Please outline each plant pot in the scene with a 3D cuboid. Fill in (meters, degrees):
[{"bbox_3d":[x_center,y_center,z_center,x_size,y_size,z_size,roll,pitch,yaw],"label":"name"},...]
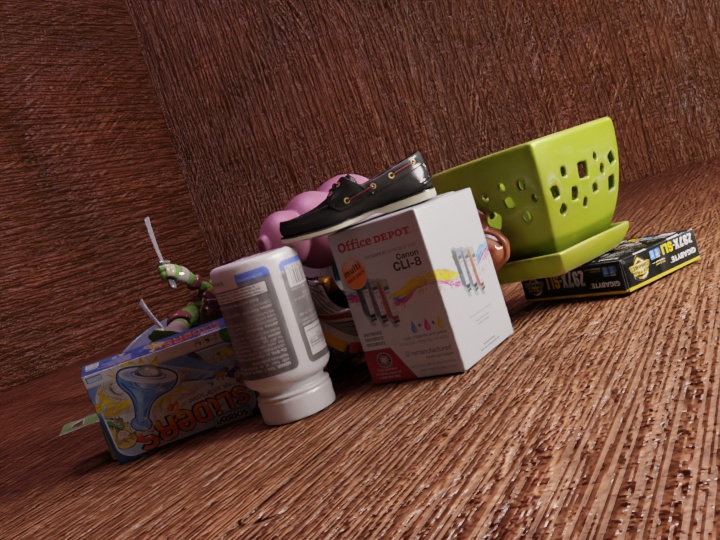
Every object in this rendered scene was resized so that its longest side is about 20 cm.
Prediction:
[{"bbox_3d":[0.249,-0.090,1.047,0.198,0.183,0.199,-21,4,-37],"label":"plant pot"}]

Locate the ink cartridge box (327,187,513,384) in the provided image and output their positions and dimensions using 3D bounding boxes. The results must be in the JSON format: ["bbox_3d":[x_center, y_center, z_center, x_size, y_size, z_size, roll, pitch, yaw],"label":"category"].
[{"bbox_3d":[0.077,0.017,0.931,0.144,0.202,0.144,-15,5,39],"label":"ink cartridge box"}]

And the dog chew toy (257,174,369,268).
[{"bbox_3d":[-0.054,-0.060,1.029,0.199,0.126,0.124,-21,5,-34],"label":"dog chew toy"}]

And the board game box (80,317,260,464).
[{"bbox_3d":[-0.240,0.154,0.962,0.198,0.136,0.034,-20,23,-10],"label":"board game box"}]

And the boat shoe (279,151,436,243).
[{"bbox_3d":[-0.010,-0.086,0.903,0.200,0.064,0.074,-21,9,4],"label":"boat shoe"}]

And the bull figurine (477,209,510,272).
[{"bbox_3d":[0.132,0.002,1.030,0.065,0.122,0.200,-20,-26,-45],"label":"bull figurine"}]

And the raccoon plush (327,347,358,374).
[{"bbox_3d":[-0.033,0.053,1.084,0.200,0.134,0.097,-43,-15,-11],"label":"raccoon plush"}]

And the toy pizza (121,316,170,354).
[{"bbox_3d":[-0.290,0.128,1.152,0.198,0.032,0.201,-18,27,9],"label":"toy pizza"}]

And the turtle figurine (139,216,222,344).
[{"bbox_3d":[-0.276,0.066,1.063,0.144,0.199,0.194,-50,17,27],"label":"turtle figurine"}]

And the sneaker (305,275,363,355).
[{"bbox_3d":[-0.070,0.036,0.999,0.199,0.083,0.078,23,15,10],"label":"sneaker"}]

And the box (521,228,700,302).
[{"bbox_3d":[0.354,-0.005,1.070,0.159,0.050,0.199,-18,3,-30],"label":"box"}]

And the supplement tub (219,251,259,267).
[{"bbox_3d":[-0.185,0.069,1.382,0.106,0.202,0.107,-19,3,1],"label":"supplement tub"}]

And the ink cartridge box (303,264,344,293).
[{"bbox_3d":[0.000,0.000,1.158,0.198,0.068,0.116,-4,-4,0],"label":"ink cartridge box"}]

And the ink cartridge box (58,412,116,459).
[{"bbox_3d":[-0.312,0.213,1.044,0.198,0.060,0.104,-20,4,-18],"label":"ink cartridge box"}]

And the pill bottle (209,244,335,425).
[{"bbox_3d":[-0.104,0.079,0.915,0.113,0.202,0.114,-17,5,1],"label":"pill bottle"}]
